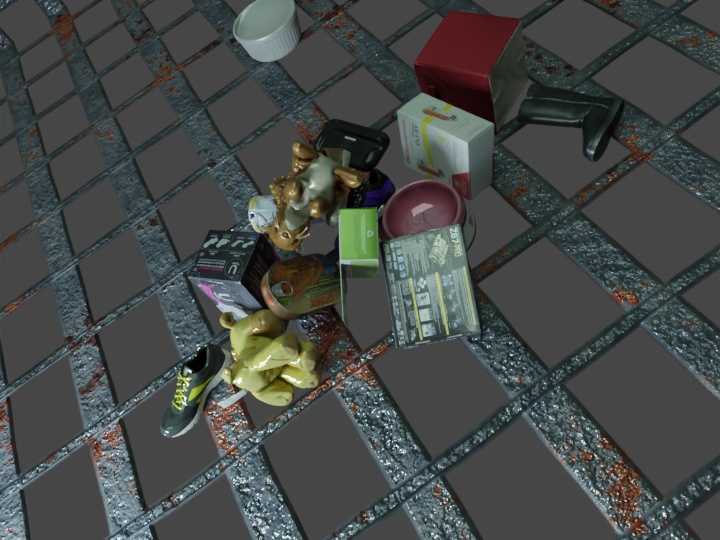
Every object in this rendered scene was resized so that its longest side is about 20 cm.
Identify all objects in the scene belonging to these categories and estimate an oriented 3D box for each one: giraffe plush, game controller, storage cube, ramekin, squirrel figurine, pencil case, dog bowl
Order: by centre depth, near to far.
[{"bbox_3d":[-0.184,0.147,1.162,0.196,0.174,0.164,-18,46,-5],"label":"giraffe plush"},{"bbox_3d":[-0.109,-0.131,1.178,0.189,0.140,0.200,-63,16,6],"label":"squirrel figurine"},{"bbox_3d":[0.130,-0.097,1.249,0.196,0.074,0.203,-11,55,15],"label":"dog bowl"},{"bbox_3d":[0.247,-0.435,1.362,0.177,0.172,0.202,20,66,30],"label":"storage cube"},{"bbox_3d":[-0.151,-0.136,1.378,0.196,0.091,0.085,-6,82,16],"label":"pencil case"},{"bbox_3d":[-0.025,-0.301,1.477,0.198,0.042,0.106,24,84,33],"label":"game controller"},{"bbox_3d":[-0.262,-0.697,1.795,0.198,0.095,0.206,-10,56,15],"label":"ramekin"}]

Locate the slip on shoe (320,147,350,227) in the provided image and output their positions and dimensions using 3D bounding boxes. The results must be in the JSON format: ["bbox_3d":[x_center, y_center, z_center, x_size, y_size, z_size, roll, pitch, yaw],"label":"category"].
[{"bbox_3d":[-0.061,-0.178,1.290,0.060,0.076,0.203,17,56,-17],"label":"slip on shoe"}]

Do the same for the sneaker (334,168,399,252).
[{"bbox_3d":[-0.006,-0.133,1.302,0.069,0.100,0.201,10,56,53],"label":"sneaker"}]

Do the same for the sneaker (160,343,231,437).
[{"bbox_3d":[-0.339,0.228,1.221,0.073,0.085,0.202,17,66,31],"label":"sneaker"}]

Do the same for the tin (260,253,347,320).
[{"bbox_3d":[-0.107,0.032,1.203,0.042,0.198,0.113,-43,71,38],"label":"tin"}]

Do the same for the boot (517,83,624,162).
[{"bbox_3d":[0.415,-0.306,1.272,0.197,0.066,0.166,21,60,29],"label":"boot"}]

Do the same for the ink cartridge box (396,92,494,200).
[{"bbox_3d":[0.176,-0.258,1.283,0.083,0.147,0.199,-37,50,-22],"label":"ink cartridge box"}]

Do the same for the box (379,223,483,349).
[{"bbox_3d":[0.128,0.030,1.137,0.158,0.049,0.204,-13,77,16],"label":"box"}]

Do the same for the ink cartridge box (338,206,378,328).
[{"bbox_3d":[0.000,0.000,1.172,0.074,0.148,0.205,-3,79,1],"label":"ink cartridge box"}]

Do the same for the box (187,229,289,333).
[{"bbox_3d":[-0.226,0.025,1.234,0.130,0.201,0.116,4,58,24],"label":"box"}]
